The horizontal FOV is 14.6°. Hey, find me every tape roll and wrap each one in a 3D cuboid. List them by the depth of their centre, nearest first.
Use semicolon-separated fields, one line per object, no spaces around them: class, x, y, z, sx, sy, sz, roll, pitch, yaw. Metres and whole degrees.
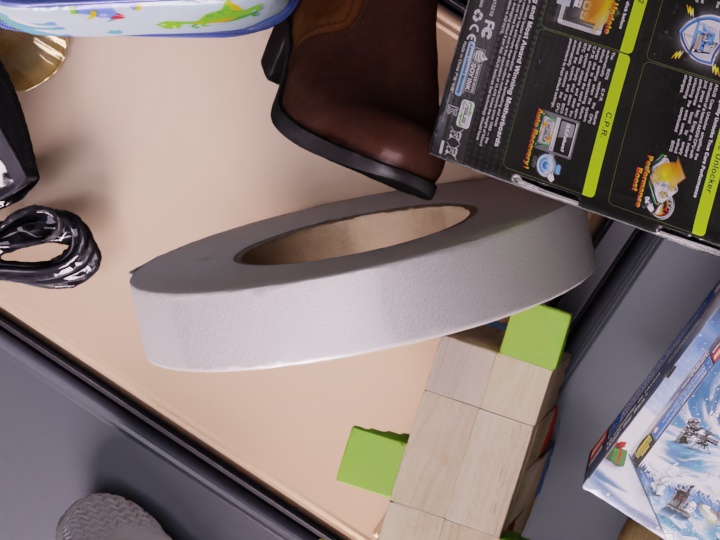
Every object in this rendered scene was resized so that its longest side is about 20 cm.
tape roll;0.000;0.000;1.206;0.203;0.203;0.037;-10;100;13

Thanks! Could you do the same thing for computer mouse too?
computer mouse;-0.205;-0.071;1.275;0.138;0.053;0.200;-8;130;8

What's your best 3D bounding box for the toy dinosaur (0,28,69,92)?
toy dinosaur;-0.170;-0.131;1.295;0.200;0.058;0.101;-37;108;23

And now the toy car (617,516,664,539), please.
toy car;0.163;0.146;1.243;0.164;0.158;0.200;18;82;-21

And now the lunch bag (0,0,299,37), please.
lunch bag;-0.103;-0.202;1.212;0.161;0.082;0.200;-3;82;2

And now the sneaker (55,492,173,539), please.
sneaker;-0.118;0.214;1.336;0.114;0.075;0.200;-38;68;42

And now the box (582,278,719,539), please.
box;0.212;0.086;1.160;0.200;0.040;0.137;33;114;-4

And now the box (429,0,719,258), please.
box;0.134;-0.111;1.069;0.193;0.048;0.200;20;99;34

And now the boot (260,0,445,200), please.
boot;0.034;-0.142;1.185;0.068;0.188;0.200;24;107;-14

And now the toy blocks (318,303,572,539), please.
toy blocks;0.048;0.101;1.258;0.100;0.137;0.200;18;98;9
